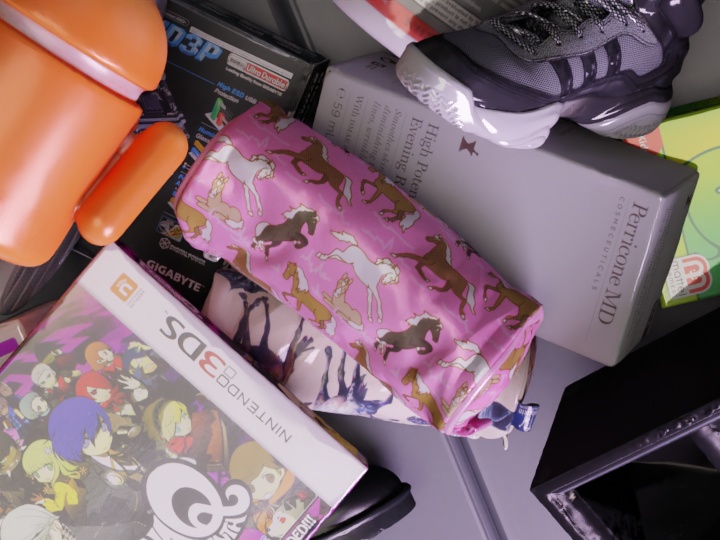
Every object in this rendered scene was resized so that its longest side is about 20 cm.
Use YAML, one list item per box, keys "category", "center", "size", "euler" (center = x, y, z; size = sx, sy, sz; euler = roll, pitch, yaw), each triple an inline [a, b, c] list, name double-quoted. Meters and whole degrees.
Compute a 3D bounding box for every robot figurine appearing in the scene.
- category: "robot figurine"
  center: [-0.171, -0.083, 0.945]
  size: [0.143, 0.116, 0.201]
  euler: [34, 94, 33]

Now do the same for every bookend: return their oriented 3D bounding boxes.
- category: "bookend"
  center: [0.229, 0.118, 0.977]
  size: [0.198, 0.092, 0.200]
  euler: [-30, 109, 34]

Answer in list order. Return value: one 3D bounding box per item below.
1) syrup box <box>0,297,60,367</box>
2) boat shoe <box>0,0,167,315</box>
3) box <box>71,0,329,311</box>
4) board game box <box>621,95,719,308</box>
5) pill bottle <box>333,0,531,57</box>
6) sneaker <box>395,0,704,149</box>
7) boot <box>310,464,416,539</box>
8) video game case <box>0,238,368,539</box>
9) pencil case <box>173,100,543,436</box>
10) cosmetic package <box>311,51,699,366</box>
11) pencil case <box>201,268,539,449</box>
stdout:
- category: "syrup box"
  center: [-0.165, 0.123, 1.051]
  size: [0.081, 0.079, 0.202]
  euler: [-22, 93, 17]
- category: "boat shoe"
  center: [-0.173, -0.077, 1.039]
  size: [0.070, 0.072, 0.202]
  euler: [25, 94, 11]
- category: "box"
  center: [-0.140, -0.090, 1.083]
  size: [0.198, 0.046, 0.160]
  euler: [25, 104, 3]
- category: "board game box"
  center: [0.249, -0.055, 1.032]
  size: [0.198, 0.048, 0.103]
  euler: [-14, 98, 11]
- category: "pill bottle"
  center: [0.076, -0.203, 0.993]
  size: [0.115, 0.116, 0.201]
  euler: [37, 104, 0]
- category: "sneaker"
  center: [0.103, -0.127, 0.938]
  size: [0.075, 0.199, 0.115]
  euler: [43, 120, 32]
- category: "boot"
  center: [-0.084, 0.103, 1.105]
  size: [0.197, 0.073, 0.164]
  euler: [-21, 92, 10]
- category: "video game case"
  center: [-0.126, 0.117, 0.986]
  size: [0.181, 0.036, 0.200]
  euler: [42, 90, -3]
- category: "pencil case"
  center: [0.000, 0.000, 0.981]
  size: [0.199, 0.087, 0.083]
  euler: [37, 62, 10]
- category: "cosmetic package"
  center: [0.070, -0.036, 1.023]
  size: [0.198, 0.074, 0.103]
  euler: [22, 112, 20]
- category: "pencil case"
  center: [-0.001, 0.049, 1.053]
  size: [0.198, 0.078, 0.091]
  euler: [6, 97, -7]
